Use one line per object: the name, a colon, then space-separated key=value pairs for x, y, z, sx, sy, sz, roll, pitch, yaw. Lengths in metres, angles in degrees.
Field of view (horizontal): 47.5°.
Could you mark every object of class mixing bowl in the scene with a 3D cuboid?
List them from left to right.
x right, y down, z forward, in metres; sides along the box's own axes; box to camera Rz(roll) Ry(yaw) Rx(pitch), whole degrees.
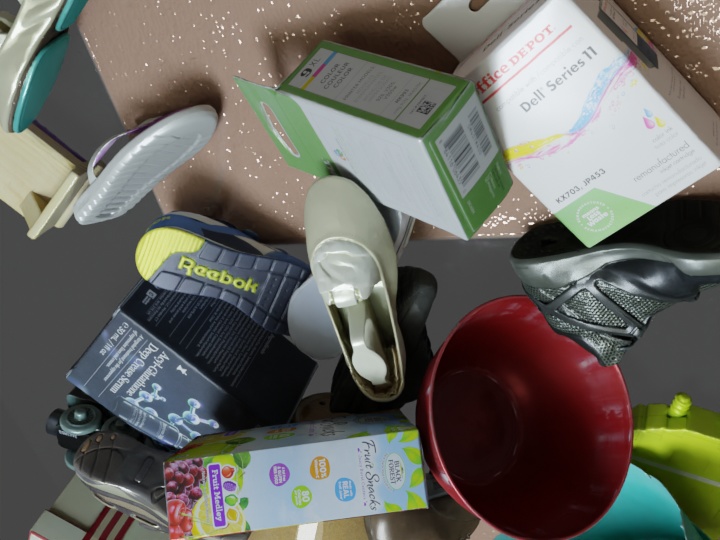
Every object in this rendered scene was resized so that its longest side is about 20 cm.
mixing bowl: x=0.123 y=0.131 z=0.710 sx=0.200 sy=0.200 sz=0.108 roll=39 pitch=152 yaw=-10

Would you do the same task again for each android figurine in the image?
android figurine: x=0.292 y=0.189 z=0.763 sx=0.181 sy=0.041 sz=0.201 roll=15 pitch=133 yaw=13

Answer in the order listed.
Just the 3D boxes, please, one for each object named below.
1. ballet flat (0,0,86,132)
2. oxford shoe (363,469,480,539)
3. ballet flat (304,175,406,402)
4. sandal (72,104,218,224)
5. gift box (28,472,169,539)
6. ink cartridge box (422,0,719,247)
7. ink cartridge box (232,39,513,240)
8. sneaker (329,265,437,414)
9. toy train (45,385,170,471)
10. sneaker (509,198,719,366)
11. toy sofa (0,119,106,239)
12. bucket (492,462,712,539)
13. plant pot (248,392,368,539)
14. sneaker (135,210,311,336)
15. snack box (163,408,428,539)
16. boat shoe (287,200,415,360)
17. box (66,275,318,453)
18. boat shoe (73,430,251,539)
ballet flat: x=-0.262 y=-0.203 z=0.657 sx=0.069 sy=0.070 sz=0.200 roll=36 pitch=117 yaw=-7
oxford shoe: x=0.087 y=0.242 z=0.818 sx=0.199 sy=0.085 sz=0.073 roll=2 pitch=175 yaw=-28
ballet flat: x=-0.001 y=0.024 z=0.644 sx=0.069 sy=0.070 sz=0.201 roll=-1 pitch=126 yaw=24
sandal: x=-0.207 y=-0.101 z=0.732 sx=0.202 sy=0.082 sz=0.050 roll=-31 pitch=84 yaw=37
gift box: x=-0.323 y=0.368 z=1.067 sx=0.184 sy=0.187 sz=0.200 roll=25 pitch=131 yaw=3
ink cartridge box: x=0.138 y=-0.125 z=0.565 sx=0.200 sy=0.067 sz=0.117 roll=42 pitch=131 yaw=-12
ink cartridge box: x=0.006 y=-0.104 z=0.603 sx=0.200 sy=0.059 sz=0.104 roll=26 pitch=160 yaw=40
sneaker: x=0.038 y=0.073 z=0.771 sx=0.090 sy=0.076 sz=0.200 roll=19 pitch=136 yaw=-8
toy train: x=-0.255 y=0.182 z=0.941 sx=0.199 sy=0.114 sz=0.086 roll=13 pitch=124 yaw=11
sneaker: x=0.226 y=0.012 z=0.634 sx=0.199 sy=0.076 sz=0.115 roll=-10 pitch=124 yaw=32
toy sofa: x=-0.346 y=-0.129 z=0.770 sx=0.200 sy=0.098 sz=0.083 roll=39 pitch=106 yaw=-9
bucket: x=0.224 y=0.285 z=0.719 sx=0.207 sy=0.208 sz=0.135 roll=-25 pitch=125 yaw=35
plant pot: x=-0.038 y=0.237 z=0.871 sx=0.185 sy=0.186 sz=0.201 roll=15 pitch=116 yaw=11
sneaker: x=-0.110 y=-0.003 z=0.771 sx=0.199 sy=0.082 sz=0.074 roll=26 pitch=106 yaw=-21
snack box: x=-0.052 y=0.168 z=0.698 sx=0.199 sy=0.169 sz=0.068 roll=-6 pitch=86 yaw=-4
boat shoe: x=0.000 y=0.000 z=0.719 sx=0.074 sy=0.065 sz=0.200 roll=41 pitch=128 yaw=9
box: x=-0.174 y=0.104 z=0.851 sx=0.200 sy=0.107 sz=0.148 roll=39 pitch=130 yaw=-10
boat shoe: x=-0.200 y=0.232 z=0.849 sx=0.199 sy=0.075 sz=0.073 roll=24 pitch=140 yaw=10
